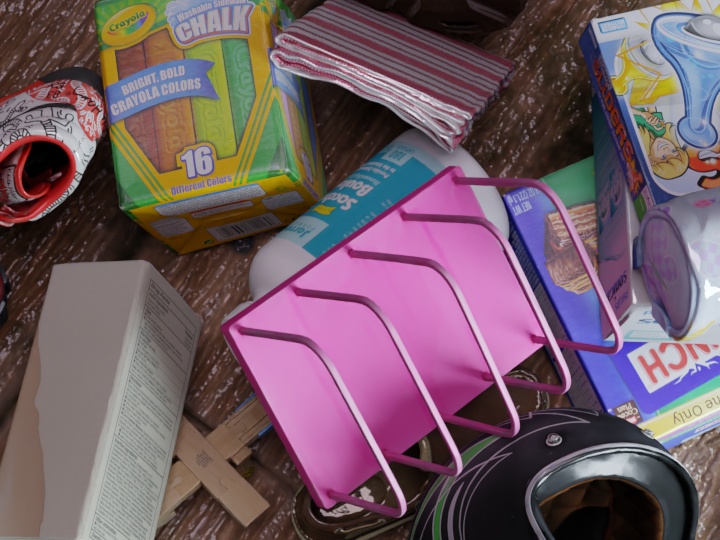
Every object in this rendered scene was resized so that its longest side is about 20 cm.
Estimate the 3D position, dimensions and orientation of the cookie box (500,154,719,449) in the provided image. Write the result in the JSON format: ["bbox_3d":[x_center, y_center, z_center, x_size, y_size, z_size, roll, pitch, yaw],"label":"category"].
[{"bbox_3d":[0.209,0.014,1.407,0.170,0.075,0.201,-23,76,-10],"label":"cookie box"}]

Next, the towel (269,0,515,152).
[{"bbox_3d":[0.026,-0.144,1.410,0.145,0.200,0.030,25,111,6],"label":"towel"}]

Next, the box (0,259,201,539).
[{"bbox_3d":[-0.175,0.102,1.337,0.077,0.095,0.202,-2,60,24],"label":"box"}]

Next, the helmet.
[{"bbox_3d":[0.123,0.188,1.291,0.198,0.201,0.192,1,59,-1],"label":"helmet"}]

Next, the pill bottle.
[{"bbox_3d":[0.000,0.000,1.374,0.200,0.111,0.111,-40,78,-22],"label":"pill bottle"}]

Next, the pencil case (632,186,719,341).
[{"bbox_3d":[0.273,-0.015,1.249,0.198,0.083,0.092,-13,111,-13],"label":"pencil case"}]

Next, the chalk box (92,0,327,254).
[{"bbox_3d":[-0.106,-0.133,1.406,0.123,0.124,0.202,-14,74,10],"label":"chalk box"}]

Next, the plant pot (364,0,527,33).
[{"bbox_3d":[0.071,-0.291,1.431,0.198,0.200,0.200,18,72,4],"label":"plant pot"}]

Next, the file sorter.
[{"bbox_3d":[0.045,0.044,1.267,0.199,0.125,0.140,-35,108,-23],"label":"file sorter"}]

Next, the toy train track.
[{"bbox_3d":[-0.076,0.111,1.395,0.200,0.033,0.115,-39,66,-18],"label":"toy train track"}]

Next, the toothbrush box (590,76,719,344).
[{"bbox_3d":[0.236,-0.056,1.347,0.145,0.085,0.202,1,71,-7],"label":"toothbrush box"}]

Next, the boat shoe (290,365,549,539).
[{"bbox_3d":[0.046,0.128,1.368,0.201,0.075,0.075,-33,77,-11],"label":"boat shoe"}]

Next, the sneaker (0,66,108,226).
[{"bbox_3d":[-0.264,-0.065,1.370,0.200,0.108,0.068,-24,117,18],"label":"sneaker"}]

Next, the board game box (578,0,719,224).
[{"bbox_3d":[0.257,-0.117,1.307,0.198,0.034,0.137,-14,74,-12],"label":"board game box"}]

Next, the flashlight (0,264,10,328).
[{"bbox_3d":[-0.277,-0.007,1.336,0.067,0.200,0.068,-22,74,-9],"label":"flashlight"}]
